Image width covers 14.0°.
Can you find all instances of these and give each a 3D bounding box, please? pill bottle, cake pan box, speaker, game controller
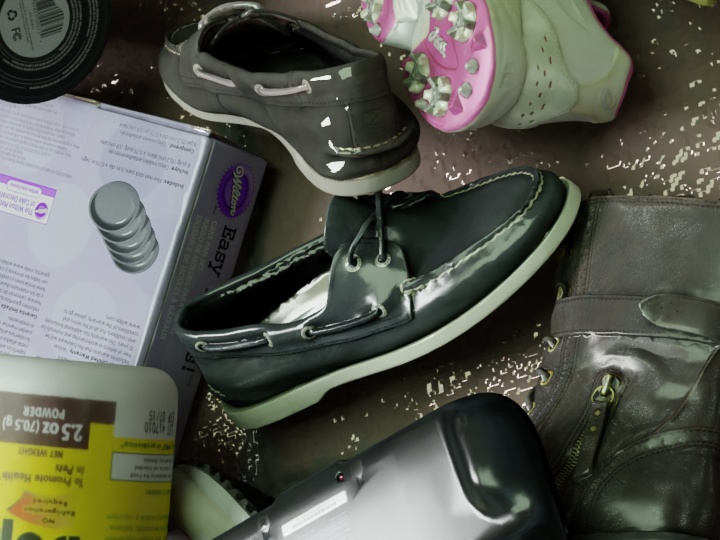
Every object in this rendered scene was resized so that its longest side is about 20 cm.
[{"bbox_3d":[-0.137,0.137,1.227,0.109,0.109,0.201,3,87,35],"label":"pill bottle"},{"bbox_3d":[-0.154,0.010,1.358,0.199,0.052,0.185,14,85,37],"label":"cake pan box"},{"bbox_3d":[-0.195,-0.139,1.387,0.200,0.081,0.082,28,91,55],"label":"speaker"},{"bbox_3d":[-0.004,0.128,1.150,0.200,0.042,0.105,-31,52,27],"label":"game controller"}]

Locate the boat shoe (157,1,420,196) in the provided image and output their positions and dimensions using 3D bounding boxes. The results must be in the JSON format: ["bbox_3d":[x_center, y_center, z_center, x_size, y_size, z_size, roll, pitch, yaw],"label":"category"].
[{"bbox_3d":[-0.034,-0.090,1.275,0.067,0.057,0.200,-22,28,-21],"label":"boat shoe"}]

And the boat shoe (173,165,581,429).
[{"bbox_3d":[0.000,-0.001,1.230,0.199,0.066,0.075,-27,27,37],"label":"boat shoe"}]

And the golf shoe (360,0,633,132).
[{"bbox_3d":[0.053,-0.118,1.257,0.200,0.091,0.076,-111,35,-51],"label":"golf shoe"}]

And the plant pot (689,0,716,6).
[{"bbox_3d":[0.094,-0.204,1.170,0.184,0.200,0.201,30,93,10],"label":"plant pot"}]

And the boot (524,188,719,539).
[{"bbox_3d":[0.084,0.052,1.186,0.199,0.069,0.175,-3,66,33],"label":"boot"}]

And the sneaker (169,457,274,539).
[{"bbox_3d":[-0.037,0.163,1.219,0.093,0.070,0.200,-50,57,4],"label":"sneaker"}]
